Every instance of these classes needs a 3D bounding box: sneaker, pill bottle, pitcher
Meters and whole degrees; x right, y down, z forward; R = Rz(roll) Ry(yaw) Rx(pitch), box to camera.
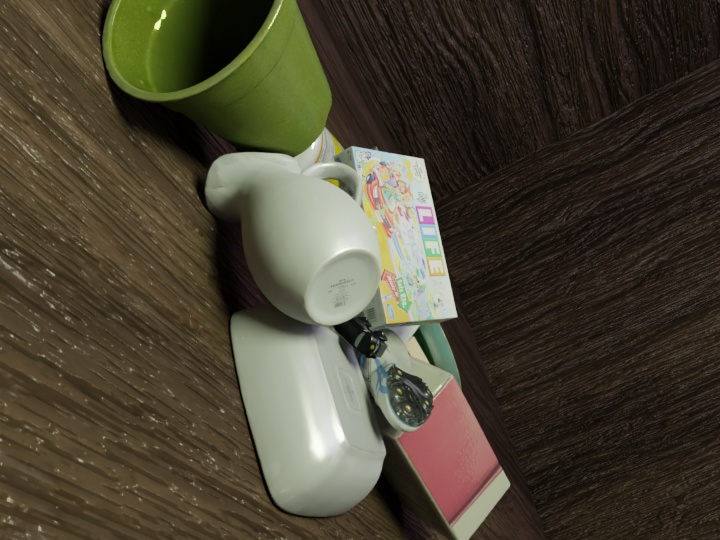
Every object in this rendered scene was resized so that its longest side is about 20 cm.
[{"bbox_3d":[0.032,0.131,0.773,0.071,0.073,0.200,39,9,-15],"label":"sneaker"},{"bbox_3d":[-0.089,-0.164,0.965,0.112,0.107,0.200,69,12,16],"label":"pill bottle"},{"bbox_3d":[-0.043,-0.046,0.674,0.200,0.168,0.124,47,-35,42],"label":"pitcher"}]

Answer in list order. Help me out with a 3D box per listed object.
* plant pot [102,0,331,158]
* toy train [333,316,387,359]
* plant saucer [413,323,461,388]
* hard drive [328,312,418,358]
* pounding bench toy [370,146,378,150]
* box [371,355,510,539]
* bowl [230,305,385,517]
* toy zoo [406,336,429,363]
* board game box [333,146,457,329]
[{"bbox_3d":[-0.116,-0.207,0.685,0.190,0.196,0.204,41,26,-60],"label":"plant pot"},{"bbox_3d":[-0.044,0.034,0.766,0.199,0.035,0.045,38,9,39],"label":"toy train"},{"bbox_3d":[0.094,0.112,1.054,0.203,0.027,0.201,61,-13,24],"label":"plant saucer"},{"bbox_3d":[0.026,0.059,0.886,0.026,0.201,0.133,23,-22,43],"label":"hard drive"},{"bbox_3d":[0.009,-0.138,1.329,0.159,0.122,0.201,62,12,-16],"label":"pounding bench toy"},{"bbox_3d":[0.084,0.223,0.871,0.127,0.109,0.203,15,-39,55],"label":"box"},{"bbox_3d":[-0.042,0.133,0.688,0.200,0.073,0.204,45,22,-63],"label":"bowl"},{"bbox_3d":[0.059,0.136,1.058,0.133,0.020,0.199,60,-16,-21],"label":"toy zoo"},{"bbox_3d":[0.043,-0.037,0.807,0.132,0.034,0.206,-1,75,-47],"label":"board game box"}]
